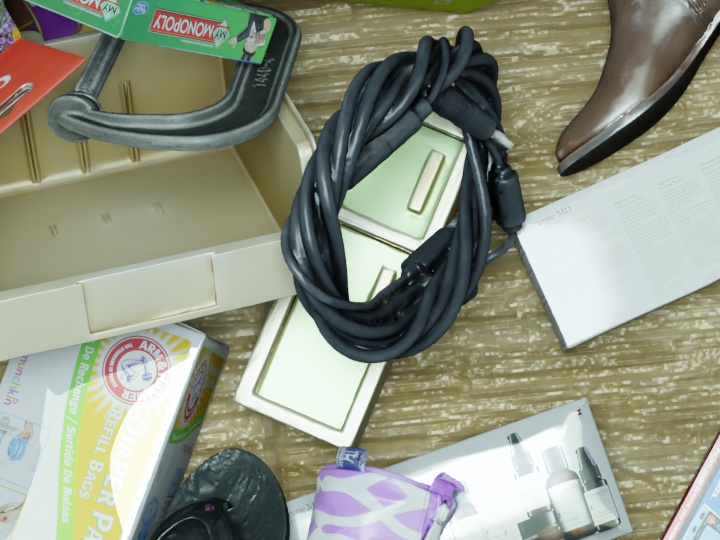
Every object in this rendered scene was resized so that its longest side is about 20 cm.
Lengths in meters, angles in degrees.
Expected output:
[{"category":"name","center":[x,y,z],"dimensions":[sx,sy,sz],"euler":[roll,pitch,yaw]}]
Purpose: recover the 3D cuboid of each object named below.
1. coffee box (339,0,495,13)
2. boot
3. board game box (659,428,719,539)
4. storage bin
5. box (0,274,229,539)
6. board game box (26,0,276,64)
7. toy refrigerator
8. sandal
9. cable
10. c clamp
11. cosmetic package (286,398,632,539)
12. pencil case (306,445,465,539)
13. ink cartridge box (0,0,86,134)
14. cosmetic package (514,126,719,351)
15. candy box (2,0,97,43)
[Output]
[{"category":"coffee box","center":[0.014,-0.262,1.192],"dimensions":[0.199,0.200,0.199],"euler":[3,83,-23]},{"category":"boot","center":[0.127,-0.182,1.280],"dimensions":[0.186,0.064,0.200],"euler":[-42,81,-1]},{"category":"board game box","center":[0.223,0.176,1.257],"dimensions":[0.103,0.019,0.201],"euler":[29,86,4]},{"category":"storage bin","center":[-0.139,-0.049,1.185],"dimensions":[0.199,0.199,0.094],"euler":[-12,122,-13]},{"category":"box","center":[-0.160,0.115,1.235],"dimensions":[0.101,0.113,0.201],"euler":[19,84,6]},{"category":"board game box","center":[-0.161,-0.159,1.137],"dimensions":[0.199,0.134,0.029],"euler":[24,100,27]},{"category":"toy refrigerator","center":[0.000,0.000,1.260],"dimensions":[0.076,0.070,0.201],"euler":[23,85,5]},{"category":"sandal","center":[-0.097,0.183,1.176],"dimensions":[0.075,0.048,0.201],"euler":[17,63,17]},{"category":"cable","center":[0.029,-0.040,1.149],"dimensions":[0.051,0.200,0.164],"euler":[17,119,32]},{"category":"c clamp","center":[-0.118,-0.112,1.178],"dimensions":[0.170,0.200,0.027],"euler":[1,120,0]},{"category":"cosmetic package","center":[0.049,0.144,1.245],"dimensions":[0.199,0.051,0.083],"euler":[-20,82,1]},{"category":"pencil case","center":[0.003,0.201,1.157],"dimensions":[0.085,0.084,0.201],"euler":[3,76,33]},{"category":"ink cartridge box","center":[-0.249,-0.118,1.166],"dimensions":[0.109,0.050,0.200],"euler":[-44,39,-22]},{"category":"cosmetic package","center":[0.193,-0.031,1.263],"dimensions":[0.199,0.051,0.083],"euler":[-24,86,0]},{"category":"candy box","center":[-0.211,-0.173,1.295],"dimensions":[0.199,0.056,0.117],"euler":[-19,83,2]}]
